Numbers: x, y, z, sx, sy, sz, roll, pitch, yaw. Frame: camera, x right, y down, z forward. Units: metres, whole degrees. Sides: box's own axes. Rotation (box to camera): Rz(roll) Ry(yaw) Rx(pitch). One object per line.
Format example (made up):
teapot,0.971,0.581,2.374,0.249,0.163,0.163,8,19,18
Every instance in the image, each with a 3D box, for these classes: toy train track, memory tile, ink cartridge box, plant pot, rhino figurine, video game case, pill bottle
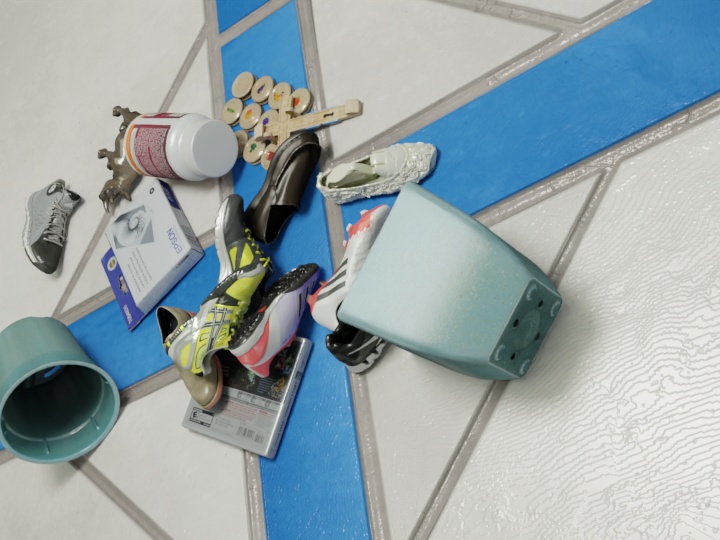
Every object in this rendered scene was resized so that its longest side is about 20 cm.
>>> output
toy train track,-0.092,-0.243,1.811,0.200,0.033,0.115,-11,68,28
memory tile,-0.171,-0.254,1.908,0.200,0.017,0.154,23,87,43
ink cartridge box,-0.378,-0.030,1.962,0.200,0.041,0.200,-46,49,15
plant pot,0.132,0.035,1.421,0.200,0.196,0.197,27,89,35
rhino figurine,-0.436,-0.201,2.072,0.087,0.060,0.200,11,81,31
plant pot,-0.530,0.186,1.902,0.200,0.200,0.196,-53,40,8
video game case,-0.175,0.174,1.718,0.200,0.023,0.182,10,78,42
pill bottle,-0.305,-0.211,1.923,0.200,0.114,0.114,10,77,47

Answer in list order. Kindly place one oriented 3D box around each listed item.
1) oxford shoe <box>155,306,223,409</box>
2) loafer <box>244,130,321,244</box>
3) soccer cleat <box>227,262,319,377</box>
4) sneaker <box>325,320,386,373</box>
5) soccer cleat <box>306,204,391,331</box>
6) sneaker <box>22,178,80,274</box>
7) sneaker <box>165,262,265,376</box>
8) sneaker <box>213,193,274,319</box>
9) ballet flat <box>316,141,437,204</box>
oxford shoe,-0.273,0.134,1.752,0.070,0.075,0.200,-48,46,15
loafer,-0.112,-0.123,1.772,0.071,0.073,0.200,41,108,38
soccer cleat,-0.116,0.069,1.672,0.068,0.073,0.200,-13,32,49
sneaker,0.025,0.053,1.561,0.200,0.090,0.066,-50,49,11
soccer cleat,0.000,0.000,1.627,0.085,0.069,0.200,39,101,34
sneaker,-0.577,-0.097,2.134,0.115,0.075,0.200,-33,52,21
sneaker,-0.202,0.072,1.685,0.076,0.075,0.200,43,103,8
sneaker,-0.175,-0.019,1.750,0.084,0.074,0.200,-2,95,10
ballet flat,0.017,-0.145,1.673,0.200,0.072,0.072,-18,60,32
